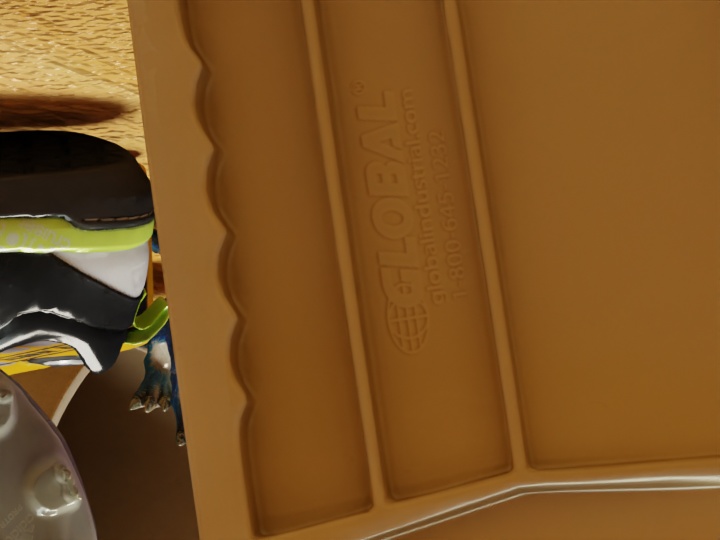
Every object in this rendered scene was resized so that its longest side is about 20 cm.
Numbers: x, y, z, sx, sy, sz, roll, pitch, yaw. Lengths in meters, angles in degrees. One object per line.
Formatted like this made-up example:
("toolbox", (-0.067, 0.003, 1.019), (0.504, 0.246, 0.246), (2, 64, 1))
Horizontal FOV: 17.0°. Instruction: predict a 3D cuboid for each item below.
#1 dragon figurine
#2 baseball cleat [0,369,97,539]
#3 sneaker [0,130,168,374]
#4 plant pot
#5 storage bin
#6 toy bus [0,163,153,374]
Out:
("dragon figurine", (-0.064, 0.010, 0.981), (0.059, 0.100, 0.200), (-4, -167, -16))
("baseball cleat", (-0.168, 0.041, 0.813), (0.070, 0.200, 0.106), (-43, -166, -21))
("sneaker", (-0.152, 0.008, 0.724), (0.199, 0.083, 0.072), (-3, -160, -18))
("plant pot", (-0.168, 0.096, 1.186), (0.199, 0.188, 0.187), (9, -178, 37))
("storage bin", (0.029, 0.005, 0.426), (0.093, 0.200, 0.200), (-8, 172, 6))
("toy bus", (-0.150, 0.006, 0.878), (0.078, 0.065, 0.200), (2, 171, -40))
